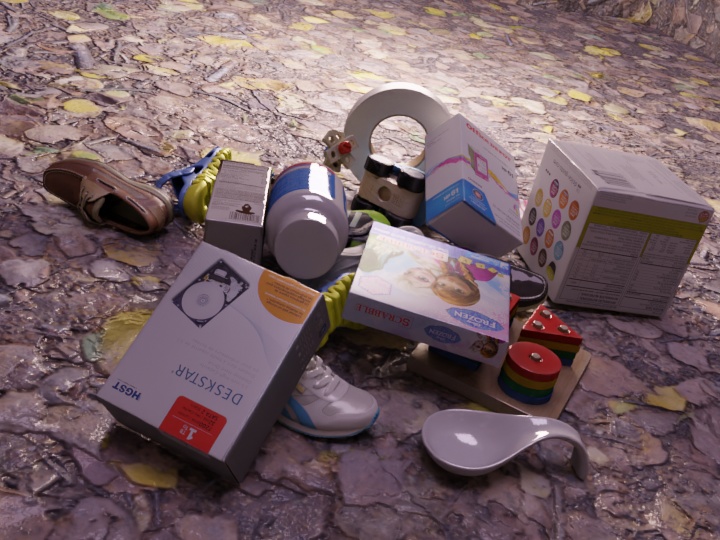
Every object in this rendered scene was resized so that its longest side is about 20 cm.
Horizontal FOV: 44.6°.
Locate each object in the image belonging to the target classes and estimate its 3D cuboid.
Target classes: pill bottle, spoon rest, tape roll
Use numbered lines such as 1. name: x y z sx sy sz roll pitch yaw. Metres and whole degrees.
1. pill bottle: -0.072 -0.067 1.181 0.111 0.113 0.200 10 22 -6
2. spoon rest: 0.164 0.192 0.981 0.199 0.061 0.100 7 29 -13
3. tape roll: 0.068 -0.226 1.532 0.201 0.204 0.037 11 30 -5

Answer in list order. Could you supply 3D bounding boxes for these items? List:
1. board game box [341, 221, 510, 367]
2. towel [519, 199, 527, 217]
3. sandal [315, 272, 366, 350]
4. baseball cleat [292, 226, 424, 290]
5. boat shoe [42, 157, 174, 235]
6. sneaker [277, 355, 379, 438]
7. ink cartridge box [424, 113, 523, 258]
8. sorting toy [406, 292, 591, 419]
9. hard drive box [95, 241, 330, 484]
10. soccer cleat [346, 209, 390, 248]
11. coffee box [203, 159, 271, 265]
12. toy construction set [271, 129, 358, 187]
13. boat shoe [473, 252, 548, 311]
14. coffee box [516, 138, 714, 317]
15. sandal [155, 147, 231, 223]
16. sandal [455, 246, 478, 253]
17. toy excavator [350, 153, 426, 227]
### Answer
1. board game box: 0.090 0.024 1.112 0.199 0.041 0.200 17 30 0
2. towel: 0.339 -0.093 1.589 0.199 0.030 0.147 4 30 -17
3. sandal: -0.053 0.049 1.130 0.087 0.080 0.200 -2 8 34
4. baseball cleat: 0.000 0.000 1.254 0.199 0.107 0.070 -17 74 -8
5. boat shoe: -0.370 -0.105 1.265 0.199 0.076 0.074 17 32 8
6. sneaker: -0.071 0.122 0.983 0.199 0.081 0.077 20 28 9
7. ink cartridge box: 0.180 -0.133 1.415 0.144 0.084 0.201 31 42 -31
8. sorting toy: 0.193 0.098 1.150 0.198 0.070 0.200 24 30 18
9. hard drive box: -0.146 0.092 0.912 0.155 0.077 0.201 22 64 16
10. soccer cleat: -0.033 -0.057 1.335 0.199 0.068 0.081 -4 39 -31
11. coffee box: -0.173 -0.061 1.230 0.079 0.115 0.200 7 28 -6
12. toy construction set: -0.085 -0.141 1.363 0.131 0.200 0.093 -16 81 -38
13. boat shoe: 0.177 0.011 1.277 0.199 0.066 0.072 11 68 5
14. coffee box: 0.389 -0.067 1.390 0.199 0.199 0.200 7 28 -15
15. sandal: -0.256 -0.142 1.363 0.086 0.080 0.200 7 25 9
16. sandal: 0.158 -0.012 1.349 0.201 0.050 0.083 18 29 8
17. toy excavator: 0.109 -0.128 1.501 0.194 0.100 0.200 27 23 21
